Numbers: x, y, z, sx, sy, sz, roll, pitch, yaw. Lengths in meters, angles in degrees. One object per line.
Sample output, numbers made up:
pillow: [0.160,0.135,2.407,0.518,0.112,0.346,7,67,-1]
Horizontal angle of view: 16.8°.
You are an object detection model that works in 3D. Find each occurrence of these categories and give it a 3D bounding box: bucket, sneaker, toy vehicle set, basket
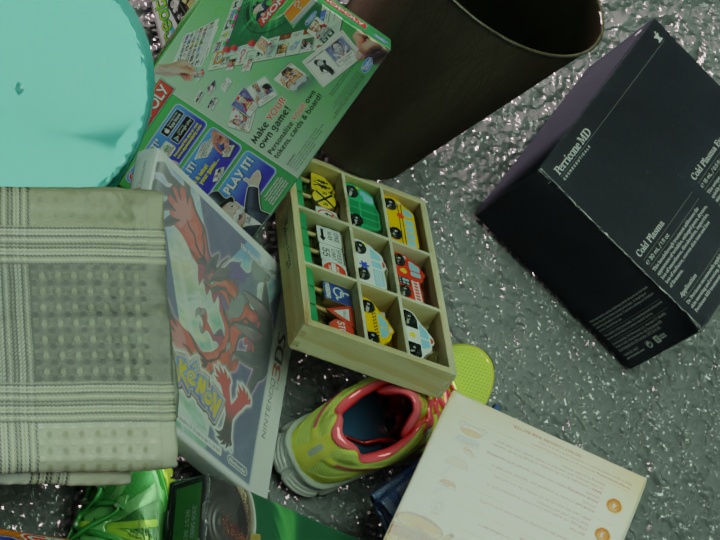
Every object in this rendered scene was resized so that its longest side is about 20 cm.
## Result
bucket: [-0.238,-0.122,1.657,0.205,0.135,0.209,0,91,-14]
sneaker: [-0.166,0.183,1.654,0.083,0.074,0.202,-5,73,-35]
toy vehicle set: [0.000,0.000,1.797,0.123,0.027,0.201,19,36,-22]
sneaker: [0.033,0.104,1.788,0.199,0.090,0.079,-28,85,-35]
basket: [0.052,-0.166,1.828,0.179,0.200,0.137,20,49,-28]

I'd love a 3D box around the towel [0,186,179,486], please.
towel: [-0.214,0.041,1.566,0.198,0.035,0.194,0,76,-17]

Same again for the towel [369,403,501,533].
towel: [0.099,0.219,1.796,0.146,0.024,0.201,-32,100,-35]

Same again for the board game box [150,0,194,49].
board game box: [-0.097,-0.219,1.828,0.035,0.125,0.202,21,53,-66]

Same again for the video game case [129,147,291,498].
video game case: [-0.110,0.042,1.708,0.200,0.023,0.184,44,45,-46]

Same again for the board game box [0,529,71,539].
board game box: [-0.256,0.269,1.450,0.198,0.200,0.202,12,95,-25]

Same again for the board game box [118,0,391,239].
board game box: [-0.088,-0.121,1.760,0.134,0.200,0.029,34,18,-11]

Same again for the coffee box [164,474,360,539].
coffee box: [-0.055,0.226,1.676,0.199,0.044,0.124,31,54,-42]

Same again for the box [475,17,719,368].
box: [0.226,-0.062,1.954,0.182,0.104,0.200,45,56,-8]

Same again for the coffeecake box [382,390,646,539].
coffeecake box: [0.090,0.207,1.688,0.153,0.073,0.201,24,56,5]
